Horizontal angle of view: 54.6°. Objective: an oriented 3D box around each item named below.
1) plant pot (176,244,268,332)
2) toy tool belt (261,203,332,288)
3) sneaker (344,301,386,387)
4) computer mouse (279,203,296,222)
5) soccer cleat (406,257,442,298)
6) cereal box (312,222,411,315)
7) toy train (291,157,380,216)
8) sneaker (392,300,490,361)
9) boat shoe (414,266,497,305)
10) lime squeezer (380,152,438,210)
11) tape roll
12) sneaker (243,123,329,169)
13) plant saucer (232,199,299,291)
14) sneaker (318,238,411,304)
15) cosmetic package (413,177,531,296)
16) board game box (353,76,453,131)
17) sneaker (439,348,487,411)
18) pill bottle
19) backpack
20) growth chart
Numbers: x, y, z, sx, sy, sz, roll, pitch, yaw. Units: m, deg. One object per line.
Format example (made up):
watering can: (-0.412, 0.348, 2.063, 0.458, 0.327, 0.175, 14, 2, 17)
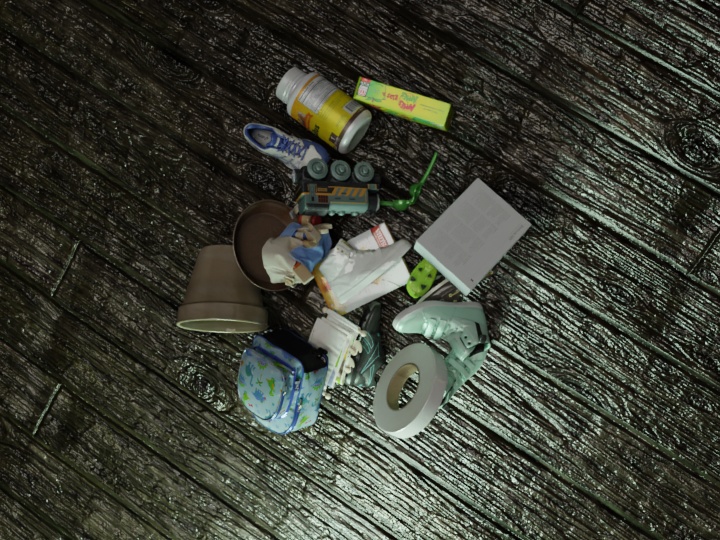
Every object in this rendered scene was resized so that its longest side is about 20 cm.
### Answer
plant pot: (-0.303, 0.040, 1.545, 0.199, 0.200, 0.175, -3, 77, 11)
toy tool belt: (-0.111, -0.051, 1.491, 0.122, 0.200, 0.125, 12, 141, 29)
sneaker: (0.023, 0.166, 1.545, 0.079, 0.075, 0.201, 15, 104, -3)
computer mouse: (-0.129, -0.165, 1.563, 0.199, 0.034, 0.059, -33, 88, 12)
soccer cleat: (0.168, -0.023, 1.501, 0.067, 0.081, 0.200, 41, 79, 9)
cereal box: (0.000, 0.000, 1.545, 0.199, 0.040, 0.145, -27, 87, 12)
toy train: (-0.049, -0.171, 1.484, 0.199, 0.085, 0.115, 1, 78, -21)
sneaker: (0.172, 0.128, 1.433, 0.199, 0.074, 0.119, -4, 52, -12)
boat shoe: (0.201, 0.040, 1.492, 0.201, 0.072, 0.061, -40, 82, 8)
lime squeezer: (0.101, -0.174, 1.523, 0.199, 0.038, 0.071, -33, 56, 12)
tape roll: (0.102, 0.251, 1.468, 0.037, 0.203, 0.203, 30, 101, -25)
sneaker: (-0.168, -0.269, 1.537, 0.199, 0.088, 0.076, 19, 95, 8)
plant saucer: (-0.200, -0.054, 1.529, 0.037, 0.200, 0.202, -10, 93, 51)
sneaker: (0.003, -0.031, 1.486, 0.200, 0.074, 0.116, -37, 88, 11)
cosmetic package: (0.232, -0.071, 1.447, 0.151, 0.052, 0.200, 43, 76, 12)
board game box: (0.093, -0.350, 1.472, 0.199, 0.102, 0.048, 19, 98, 9)
sneaker: (0.206, 0.216, 1.479, 0.074, 0.118, 0.201, 36, 100, 7)
pill bottle: (-0.082, -0.349, 1.502, 0.200, 0.109, 0.109, 37, 100, 7)
backpack: (-0.179, 0.252, 1.526, 0.182, 0.146, 0.201, 25, 115, 38)
growth chart: (-0.070, 0.184, 1.541, 0.145, 0.018, 0.201, 38, 112, 28)
